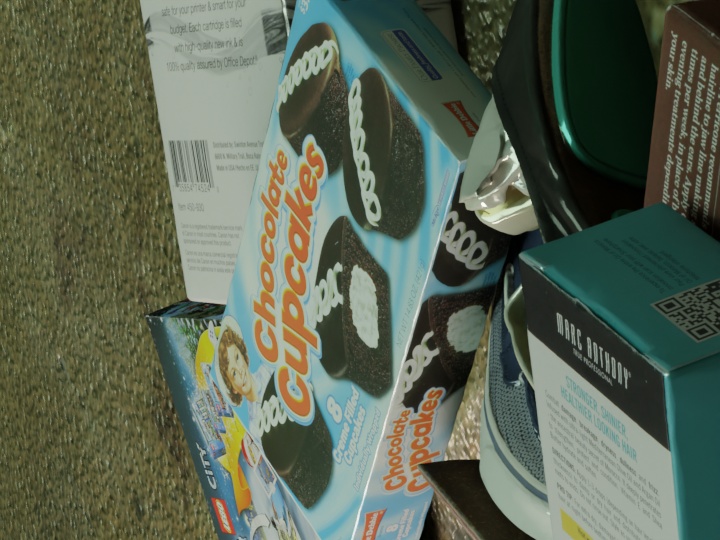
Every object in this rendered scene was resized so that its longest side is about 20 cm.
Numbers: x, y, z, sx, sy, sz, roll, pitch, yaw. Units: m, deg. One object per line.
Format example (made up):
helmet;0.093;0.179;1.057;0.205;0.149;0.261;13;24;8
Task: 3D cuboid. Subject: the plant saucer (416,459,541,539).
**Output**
plant saucer;0.096;0.136;1.032;0.201;0.037;0.200;50;177;4

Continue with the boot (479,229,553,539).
boot;0.077;0.014;1.011;0.200;0.072;0.091;-99;14;-62

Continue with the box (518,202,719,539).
box;0.094;0.089;0.835;0.082;0.049;0.201;42;146;54

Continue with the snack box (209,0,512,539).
snack box;0.000;0.000;1.090;0.116;0.037;0.201;53;142;39

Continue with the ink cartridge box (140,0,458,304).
ink cartridge box;-0.025;-0.090;1.226;0.147;0.083;0.201;5;105;63

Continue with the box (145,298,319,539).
box;-0.027;0.108;1.323;0.136;0.038;0.201;1;110;66

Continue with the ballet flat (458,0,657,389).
ballet flat;0.069;-0.015;0.952;0.068;0.068;0.201;-29;56;29

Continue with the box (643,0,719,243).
box;0.157;0.006;0.787;0.200;0.075;0.101;-131;37;-49
